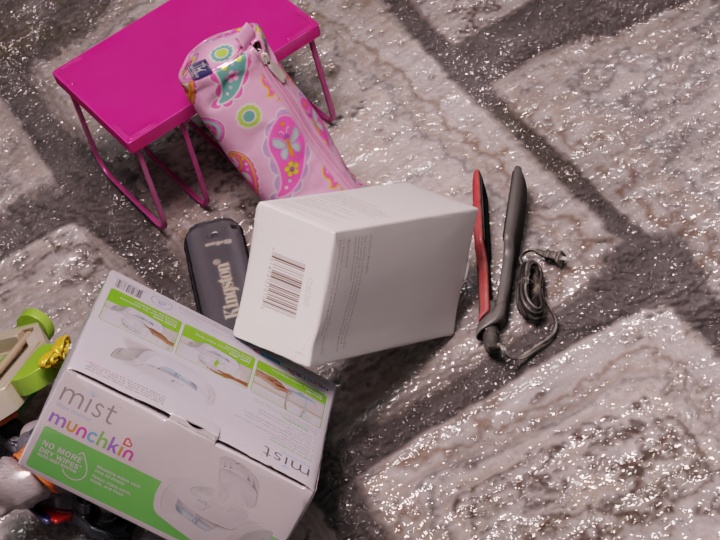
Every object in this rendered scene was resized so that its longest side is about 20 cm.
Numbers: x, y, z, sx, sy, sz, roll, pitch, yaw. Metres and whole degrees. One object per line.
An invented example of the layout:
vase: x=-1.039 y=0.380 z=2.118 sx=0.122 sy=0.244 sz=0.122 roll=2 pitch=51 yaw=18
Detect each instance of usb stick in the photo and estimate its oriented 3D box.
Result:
usb stick: x=-0.109 y=0.032 z=1.917 sx=0.055 sy=0.033 sz=0.201 roll=-18 pitch=45 yaw=1

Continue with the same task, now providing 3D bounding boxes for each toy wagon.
toy wagon: x=-0.304 y=0.093 z=1.860 sx=0.199 sy=0.040 sz=0.155 roll=-12 pitch=29 yaw=37

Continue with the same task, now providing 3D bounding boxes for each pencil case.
pencil case: x=-0.070 y=-0.113 z=1.924 sx=0.087 sy=0.201 sz=0.088 roll=-29 pitch=23 yaw=13

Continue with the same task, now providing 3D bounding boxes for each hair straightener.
hair straightener: x=0.129 y=-0.007 z=1.874 sx=0.076 sy=0.041 sz=0.201 roll=-7 pitch=46 yaw=11

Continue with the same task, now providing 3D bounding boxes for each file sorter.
file sorter: x=-0.140 y=-0.150 z=2.033 sx=0.199 sy=0.126 sz=0.139 roll=-34 pitch=46 yaw=-16

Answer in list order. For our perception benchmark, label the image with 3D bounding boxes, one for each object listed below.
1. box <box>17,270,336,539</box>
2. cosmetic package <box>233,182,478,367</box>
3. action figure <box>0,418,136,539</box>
box: x=-0.129 y=0.111 z=1.696 sx=0.199 sy=0.097 sz=0.177 roll=27 pitch=24 yaw=-8
cosmetic package: x=0.000 y=0.000 z=1.793 sx=0.081 sy=0.114 sz=0.199 roll=21 pitch=17 yaw=31
action figure: x=-0.228 y=0.121 z=1.824 sx=0.199 sy=0.105 sz=0.193 roll=26 pitch=50 yaw=32
